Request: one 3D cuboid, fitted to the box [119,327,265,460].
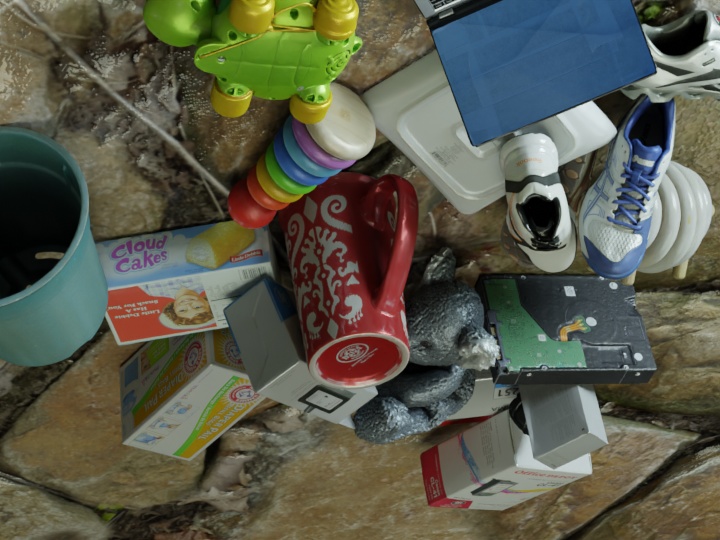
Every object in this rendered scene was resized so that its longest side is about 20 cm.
[{"bbox_3d":[-0.197,0.129,1.697,0.101,0.113,0.200,20,134,-35],"label":"box"}]

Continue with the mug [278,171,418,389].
[{"bbox_3d":[-0.012,0.002,1.487,0.132,0.201,0.178,0,144,-11],"label":"mug"}]

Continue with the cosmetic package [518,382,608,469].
[{"bbox_3d":[0.239,0.135,1.724,0.082,0.201,0.050,-31,138,29],"label":"cosmetic package"}]

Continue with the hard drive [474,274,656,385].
[{"bbox_3d":[0.244,0.071,1.691,0.198,0.141,0.038,0,144,-14],"label":"hard drive"}]

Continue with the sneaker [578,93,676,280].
[{"bbox_3d":[0.271,-0.092,1.425,0.075,0.202,0.088,14,164,3],"label":"sneaker"}]

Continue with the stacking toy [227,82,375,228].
[{"bbox_3d":[-0.074,-0.106,1.438,0.085,0.086,0.200,19,141,-33],"label":"stacking toy"}]

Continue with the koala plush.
[{"bbox_3d":[0.083,0.079,1.656,0.182,0.178,0.200,-5,146,-30],"label":"koala plush"}]

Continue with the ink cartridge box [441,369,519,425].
[{"bbox_3d":[0.135,0.179,1.898,0.198,0.045,0.177,-6,143,-4],"label":"ink cartridge box"}]

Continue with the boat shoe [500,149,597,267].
[{"bbox_3d":[0.214,-0.095,1.529,0.072,0.076,0.201,-25,149,-41],"label":"boat shoe"}]

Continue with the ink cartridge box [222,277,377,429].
[{"bbox_3d":[-0.055,0.097,1.578,0.068,0.117,0.200,-36,147,18],"label":"ink cartridge box"}]

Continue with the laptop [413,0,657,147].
[{"bbox_3d":[0.140,-0.242,1.258,0.186,0.117,0.200,-21,143,16],"label":"laptop"}]

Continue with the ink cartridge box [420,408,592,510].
[{"bbox_3d":[0.201,0.268,1.960,0.147,0.086,0.200,10,153,-33],"label":"ink cartridge box"}]

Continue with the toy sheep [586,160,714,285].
[{"bbox_3d":[0.319,-0.058,1.540,0.199,0.139,0.138,-7,152,-43],"label":"toy sheep"}]

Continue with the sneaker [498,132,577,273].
[{"bbox_3d":[0.182,-0.049,1.439,0.073,0.081,0.200,-13,143,12],"label":"sneaker"}]

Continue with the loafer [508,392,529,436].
[{"bbox_3d":[0.272,0.134,1.800,0.201,0.070,0.068,-54,150,16],"label":"loafer"}]

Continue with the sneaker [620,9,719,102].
[{"bbox_3d":[0.357,-0.215,1.378,0.198,0.075,0.089,-7,146,-4],"label":"sneaker"}]

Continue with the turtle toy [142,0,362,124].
[{"bbox_3d":[-0.094,-0.216,1.254,0.198,0.102,0.146,3,143,-16],"label":"turtle toy"}]

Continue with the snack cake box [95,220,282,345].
[{"bbox_3d":[-0.191,0.012,1.576,0.198,0.068,0.115,-9,147,0],"label":"snack cake box"}]

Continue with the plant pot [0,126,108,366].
[{"bbox_3d":[-0.348,-0.009,1.423,0.198,0.202,0.197,-9,153,1],"label":"plant pot"}]

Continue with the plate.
[{"bbox_3d":[0.126,-0.146,1.417,0.199,0.033,0.199,-27,128,30],"label":"plate"}]
